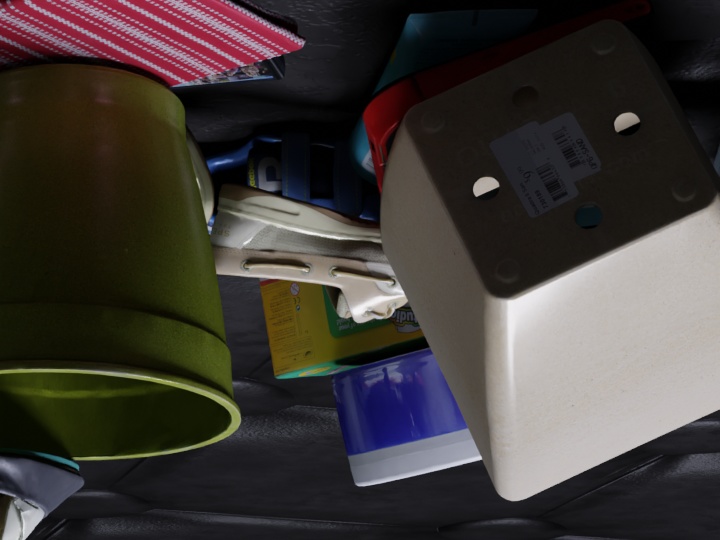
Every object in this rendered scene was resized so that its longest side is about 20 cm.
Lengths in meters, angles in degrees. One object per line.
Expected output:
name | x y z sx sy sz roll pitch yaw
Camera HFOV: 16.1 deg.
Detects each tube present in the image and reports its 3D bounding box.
tube | 0.040 -0.110 1.536 0.077 0.051 0.200 -9 162 -19

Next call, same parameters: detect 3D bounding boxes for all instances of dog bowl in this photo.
dog bowl | 0.083 0.085 1.729 0.200 0.079 0.200 -15 177 -1

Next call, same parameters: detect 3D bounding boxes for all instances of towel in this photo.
towel | -0.151 -0.132 1.429 0.200 0.023 0.145 -12 159 34

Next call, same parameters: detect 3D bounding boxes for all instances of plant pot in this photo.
plant pot | -0.168 -0.009 1.461 0.200 0.193 0.200 0 163 0
plant pot | 0.122 -0.023 1.443 0.200 0.200 0.177 -24 151 -2

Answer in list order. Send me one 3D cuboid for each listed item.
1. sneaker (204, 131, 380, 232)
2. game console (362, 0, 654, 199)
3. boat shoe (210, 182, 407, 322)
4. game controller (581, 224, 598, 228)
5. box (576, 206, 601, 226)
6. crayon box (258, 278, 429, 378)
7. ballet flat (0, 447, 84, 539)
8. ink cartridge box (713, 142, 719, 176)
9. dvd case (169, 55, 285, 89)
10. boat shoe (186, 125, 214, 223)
sneaker | -0.028 -0.053 1.669 0.200 0.074 0.082 -10 159 25
game console | 0.091 -0.094 1.535 0.177 0.031 0.200 -24 162 -3
boat shoe | 0.000 0.000 1.605 0.200 0.065 0.072 16 178 -16
game controller | 0.197 -0.007 1.589 0.200 0.042 0.104 -7 147 0
box | 0.135 -0.031 1.727 0.049 0.082 0.200 -1 163 1
crayon box | 0.018 -0.003 1.739 0.200 0.119 0.058 -16 170 42
ballet flat | -0.230 0.126 1.456 0.073 0.073 0.200 -9 160 27
ink cartridge box | 0.304 -0.065 1.618 0.146 0.083 0.200 -1 163 1
dvd case | -0.135 -0.145 1.454 0.142 0.018 0.200 -4 162 12
boat shoe | -0.151 -0.042 1.670 0.063 0.073 0.200 -22 173 -26
